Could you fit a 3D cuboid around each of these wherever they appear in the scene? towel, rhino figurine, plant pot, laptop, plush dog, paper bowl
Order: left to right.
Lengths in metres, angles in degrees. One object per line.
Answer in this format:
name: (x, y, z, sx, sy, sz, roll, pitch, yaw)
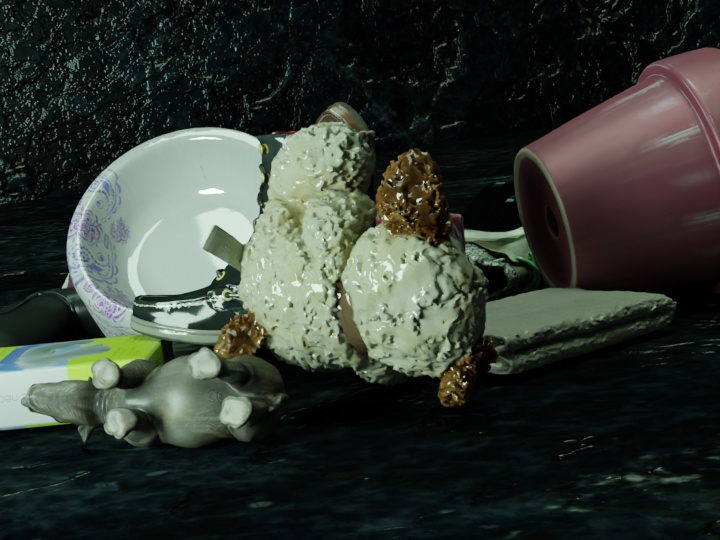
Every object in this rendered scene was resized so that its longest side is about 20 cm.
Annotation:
rhino figurine: (-0.138, 0.086, 1.256, 0.198, 0.060, 0.087, -4, -10, 25)
paper bowl: (-0.131, -0.010, 1.579, 0.199, 0.202, 0.105, -5, -36, 13)
plush dog: (0.007, 0.013, 1.275, 0.171, 0.201, 0.160, -2, 27, 41)
towel: (0.128, 0.044, 1.437, 0.199, 0.035, 0.132, -12, 11, -41)
laptop: (0.204, -0.030, 2.004, 0.187, 0.116, 0.200, 2, 40, 51)
plant pot: (0.229, -0.064, 1.572, 0.178, 0.202, 0.200, -17, 9, -10)

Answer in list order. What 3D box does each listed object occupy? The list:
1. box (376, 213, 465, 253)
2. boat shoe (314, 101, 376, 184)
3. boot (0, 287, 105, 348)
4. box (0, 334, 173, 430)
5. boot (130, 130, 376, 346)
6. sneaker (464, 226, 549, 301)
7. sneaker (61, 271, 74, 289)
box: (0.000, 0.000, 1.631, 0.099, 0.096, 0.200, -9, 8, -28)
boat shoe: (-0.042, -0.060, 1.753, 0.076, 0.201, 0.072, 37, 40, 27)
boot: (-0.258, 0.049, 1.613, 0.164, 0.066, 0.200, -13, 2, 21)
box: (-0.242, 0.085, 1.419, 0.198, 0.048, 0.122, -6, 7, 3)
boot: (-0.075, -0.025, 1.429, 0.202, 0.155, 0.073, -2, 9, 10)
sneaker: (0.142, 0.001, 1.664, 0.198, 0.078, 0.089, -11, 20, 6)
sneaker: (-0.187, 0.006, 1.799, 0.199, 0.075, 0.090, -5, -28, -34)
